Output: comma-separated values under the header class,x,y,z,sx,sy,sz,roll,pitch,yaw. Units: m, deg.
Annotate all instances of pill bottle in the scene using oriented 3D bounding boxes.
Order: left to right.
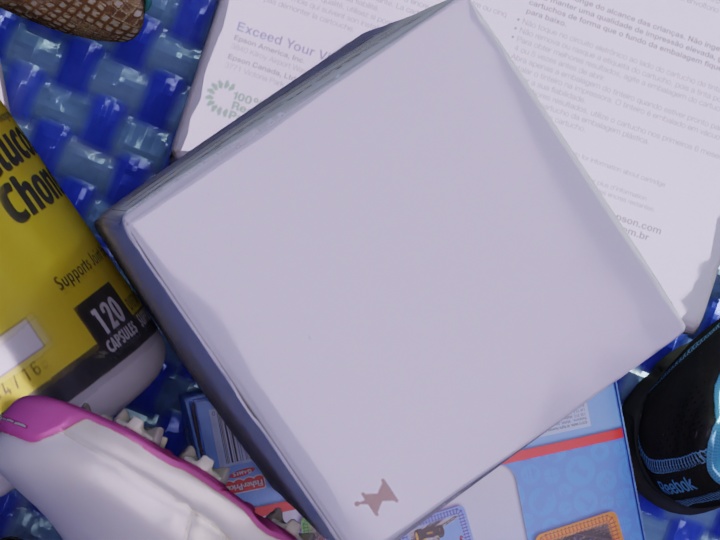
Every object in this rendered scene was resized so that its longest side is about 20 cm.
class,x,y,z,sx,sy,sz,roll,pitch,yaw
pill bottle,-0.159,-0.022,0.874,0.112,0.112,0.200,-35,96,-8

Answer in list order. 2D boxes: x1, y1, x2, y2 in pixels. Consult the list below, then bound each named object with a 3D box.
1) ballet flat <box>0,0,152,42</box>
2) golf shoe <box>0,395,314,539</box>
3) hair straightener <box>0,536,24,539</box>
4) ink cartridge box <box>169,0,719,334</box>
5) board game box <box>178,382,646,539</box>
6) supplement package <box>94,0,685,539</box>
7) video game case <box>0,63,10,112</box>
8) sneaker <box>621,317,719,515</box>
class,x,y,z,sx,sy,sz,roll,pitch,yaw
ballet flat,-0.153,-0.140,0.896,0.200,0.071,0.065,48,56,1
golf shoe,-0.041,0.119,0.820,0.200,0.075,0.092,42,73,-16
hair straightener,-0.091,0.129,0.900,0.077,0.041,0.200,-13,61,-21
ink cartridge box,0.055,-0.101,0.967,0.196,0.043,0.200,19,86,-7
board game box,0.030,0.126,0.963,0.151,0.037,0.200,-11,92,-9
supplement package,0.000,0.000,0.837,0.117,0.200,0.117,-34,96,-6
video game case,-0.196,-0.079,0.934,0.143,0.017,0.200,-11,91,-10
sneaker,0.177,0.011,0.968,0.073,0.082,0.200,42,82,-6
